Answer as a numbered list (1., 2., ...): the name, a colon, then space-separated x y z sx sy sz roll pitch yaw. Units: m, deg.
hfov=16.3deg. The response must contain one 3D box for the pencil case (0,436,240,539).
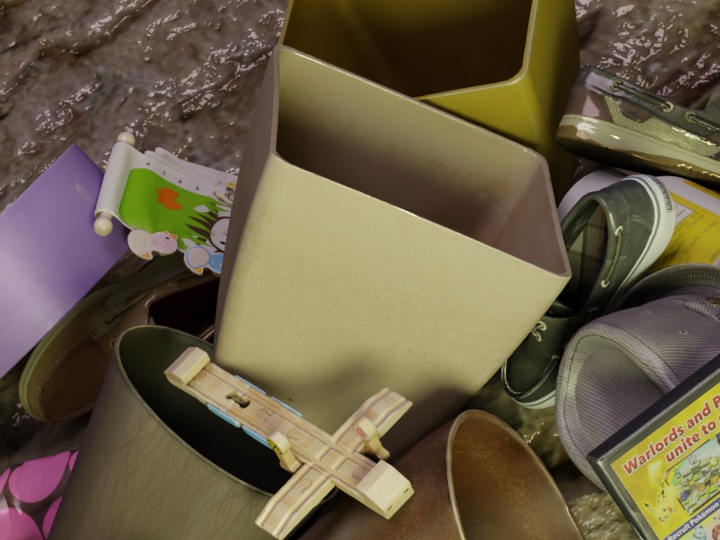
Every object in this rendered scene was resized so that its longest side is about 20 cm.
1. pencil case: -0.148 0.154 1.726 0.199 0.094 0.091 -13 81 19

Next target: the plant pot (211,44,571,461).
1. plant pot: 0.000 0.000 1.614 0.200 0.199 0.178 -92 26 -64

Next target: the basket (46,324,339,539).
1. basket: -0.128 0.167 1.605 0.180 0.136 0.200 44 115 30

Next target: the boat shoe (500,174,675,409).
1. boat shoe: 0.132 0.015 1.624 0.056 0.200 0.069 -8 50 -38

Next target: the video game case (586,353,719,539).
1. video game case: 0.258 0.122 1.462 0.200 0.181 0.025 -36 12 -8

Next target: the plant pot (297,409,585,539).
1. plant pot: 0.021 0.210 1.521 0.199 0.187 0.187 -28 39 22

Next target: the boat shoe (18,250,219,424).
1. boat shoe: -0.161 0.046 1.853 0.200 0.074 0.066 -40 37 -11

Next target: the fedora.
1. fedora: 0.190 0.087 1.529 0.090 0.178 0.200 -1 29 -40

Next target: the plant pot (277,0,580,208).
1. plant pot: 0.065 -0.124 1.818 0.199 0.177 0.201 -9 43 22

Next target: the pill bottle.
1. pill bottle: 0.218 0.004 1.649 0.111 0.112 0.200 -42 42 -15

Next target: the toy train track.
1. toy train track: -0.048 0.088 1.489 0.200 0.033 0.115 28 65 41

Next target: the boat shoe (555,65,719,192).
1. boat shoe: 0.233 -0.090 1.697 0.200 0.072 0.066 13 87 -7

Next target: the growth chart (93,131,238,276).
1. growth chart: -0.100 -0.039 1.847 0.199 0.018 0.145 15 35 -16

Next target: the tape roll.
1. tape roll: -0.253 0.005 1.863 0.200 0.085 0.200 -45 6 6
